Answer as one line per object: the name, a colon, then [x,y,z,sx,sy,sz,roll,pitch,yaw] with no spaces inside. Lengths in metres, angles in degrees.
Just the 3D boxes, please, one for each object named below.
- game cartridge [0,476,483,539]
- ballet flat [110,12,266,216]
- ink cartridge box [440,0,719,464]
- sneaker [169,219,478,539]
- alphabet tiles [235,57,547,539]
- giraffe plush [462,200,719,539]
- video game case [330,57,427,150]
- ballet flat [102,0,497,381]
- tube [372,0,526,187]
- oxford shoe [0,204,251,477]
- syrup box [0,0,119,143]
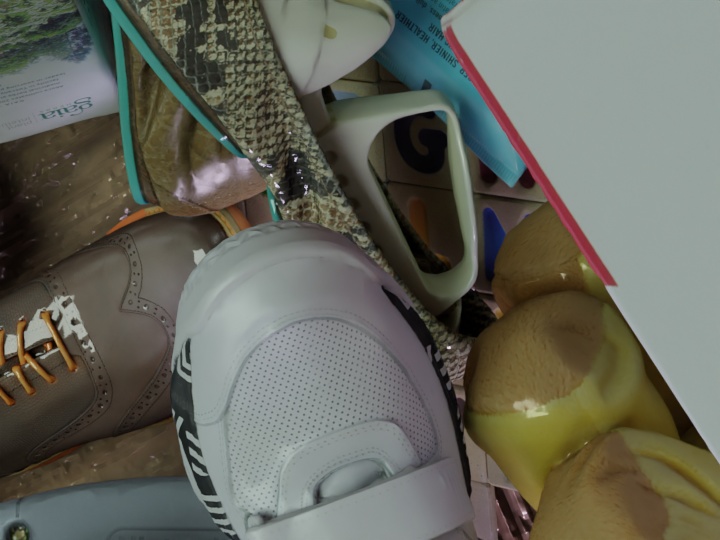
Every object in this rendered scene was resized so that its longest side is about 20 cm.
game cartridge: [-0.052,0.132,0.801,0.199,0.042,0.134,-1,77,23]
ballet flat: [-0.053,-0.104,0.790,0.072,0.068,0.201,-6,124,8]
ink cartridge box: [0.132,-0.032,0.645,0.083,0.200,0.146,-41,75,30]
sneaker: [0.013,0.089,0.646,0.115,0.075,0.201,-132,23,-61]
alphabet tiles: [0.000,0.000,0.848,0.166,0.006,0.201,11,113,40]
giraffe plush: [0.103,0.095,0.742,0.199,0.173,0.163,23,129,-6]
video game case: [-0.014,-0.170,0.834,0.200,0.025,0.181,40,120,24]
ballet flat: [-0.010,-0.044,0.764,0.075,0.068,0.201,-21,122,14]
tube: [0.072,-0.126,0.746,0.077,0.050,0.200,44,113,21]
oxford shoe: [-0.107,0.034,0.904,0.200,0.073,0.072,-35,79,43]
syrup box: [-0.132,-0.109,0.803,0.078,0.200,0.082,-13,74,1]
